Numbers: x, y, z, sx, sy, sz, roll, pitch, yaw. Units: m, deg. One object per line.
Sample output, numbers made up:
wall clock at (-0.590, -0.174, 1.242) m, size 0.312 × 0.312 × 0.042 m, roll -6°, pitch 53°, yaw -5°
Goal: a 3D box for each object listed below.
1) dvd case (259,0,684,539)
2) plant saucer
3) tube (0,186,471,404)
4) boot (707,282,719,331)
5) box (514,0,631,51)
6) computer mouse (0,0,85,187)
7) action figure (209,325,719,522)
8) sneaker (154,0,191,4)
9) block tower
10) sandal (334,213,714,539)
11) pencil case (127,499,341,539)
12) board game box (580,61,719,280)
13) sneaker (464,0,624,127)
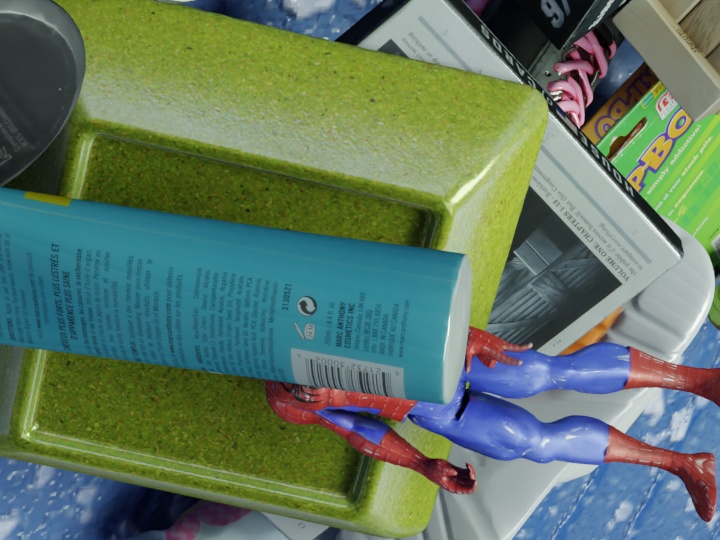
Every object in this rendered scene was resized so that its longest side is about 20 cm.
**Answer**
dvd case at (0.000, 0.000, 1.024) m, size 0.200 × 0.025 × 0.150 m, roll -39°, pitch 111°, yaw 18°
plant saucer at (-0.048, 0.010, 0.989) m, size 0.198 × 0.048 × 0.201 m, roll 12°, pitch 117°, yaw -5°
tube at (-0.063, 0.008, 0.910) m, size 0.199 × 0.051 × 0.078 m, roll 8°, pitch 128°, yaw 8°
boot at (0.230, -0.046, 1.209) m, size 0.200 × 0.073 × 0.156 m, roll -23°, pitch 136°, yaw -56°
box at (0.143, -0.178, 0.976) m, size 0.159 × 0.046 × 0.200 m, roll -37°, pitch 171°, yaw -26°
computer mouse at (-0.190, -0.046, 0.913) m, size 0.199 × 0.053 × 0.139 m, roll -30°, pitch 138°, yaw -2°
action figure at (0.035, 0.043, 0.954) m, size 0.199 × 0.052 × 0.066 m, roll 12°, pitch 120°, yaw -2°
sneaker at (-0.122, -0.148, 0.882) m, size 0.199 × 0.078 × 0.090 m, roll 4°, pitch 107°, yaw -48°
block tower at (0.174, -0.105, 1.099) m, size 0.058 × 0.054 × 0.200 m, roll -45°, pitch 166°, yaw 26°
sandal at (0.062, 0.060, 1.091) m, size 0.207 × 0.079 × 0.059 m, roll -50°, pitch 165°, yaw 6°
pencil case at (-0.004, 0.098, 1.141) m, size 0.200 × 0.083 × 0.091 m, roll -35°, pitch 176°, yaw -14°
board game box at (0.123, -0.027, 1.161) m, size 0.096 × 0.030 × 0.200 m, roll -46°, pitch 157°, yaw -2°
sneaker at (0.067, -0.067, 1.073) m, size 0.200 × 0.095 × 0.079 m, roll -48°, pitch 135°, yaw -2°
